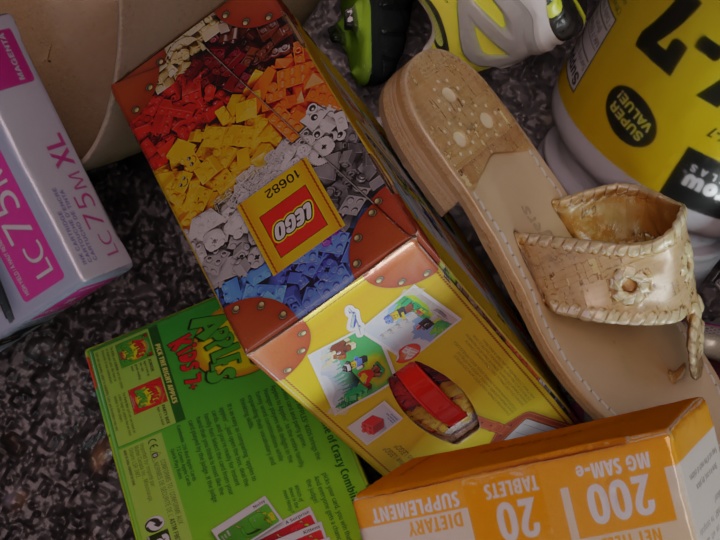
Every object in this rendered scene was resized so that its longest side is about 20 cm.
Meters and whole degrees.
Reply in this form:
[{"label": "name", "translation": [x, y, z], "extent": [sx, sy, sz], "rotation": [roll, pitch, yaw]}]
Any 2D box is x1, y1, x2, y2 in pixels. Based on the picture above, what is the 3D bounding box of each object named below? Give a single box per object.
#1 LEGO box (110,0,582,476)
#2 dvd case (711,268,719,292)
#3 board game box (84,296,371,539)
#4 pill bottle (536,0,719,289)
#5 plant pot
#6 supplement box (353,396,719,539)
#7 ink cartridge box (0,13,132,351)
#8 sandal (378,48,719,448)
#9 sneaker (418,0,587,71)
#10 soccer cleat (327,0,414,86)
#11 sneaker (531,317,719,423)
[{"label": "LEGO box", "translation": [0.000, 0.000, 0.782], "extent": [0.077, 0.200, 0.150], "rotation": [-34, 54, 6]}, {"label": "dvd case", "translation": [0.263, -0.033, 0.799], "extent": [0.148, 0.016, 0.200], "rotation": [30, 111, -26]}, {"label": "board game box", "translation": [-0.048, 0.095, 0.818], "extent": [0.101, 0.048, 0.201], "rotation": [-22, 43, -2]}, {"label": "pill bottle", "translation": [0.152, -0.088, 0.819], "extent": [0.114, 0.114, 0.201], "rotation": [30, 122, 2]}, {"label": "plant pot", "translation": [-0.089, -0.152, 0.844], "extent": [0.133, 0.200, 0.202], "rotation": [-12, 85, -29]}, {"label": "supplement box", "translation": [0.087, 0.161, 0.704], "extent": [0.125, 0.073, 0.202], "rotation": [-15, 91, 21]}, {"label": "ink cartridge box", "translation": [-0.198, -0.012, 0.838], "extent": [0.199, 0.042, 0.120], "rotation": [-29, 86, 37]}, {"label": "sandal", "translation": [0.098, -0.012, 0.768], "extent": [0.212, 0.070, 0.078], "rotation": [49, 46, -4]}, {"label": "sneaker", "translation": [0.017, -0.173, 0.815], "extent": [0.076, 0.075, 0.201], "rotation": [-28, 93, 26]}, {"label": "soccer cleat", "translation": [0.028, -0.185, 0.896], "extent": [0.080, 0.067, 0.202], "rotation": [6, 85, -13]}, {"label": "sneaker", "translation": [0.108, 0.061, 0.861], "extent": [0.198, 0.088, 0.082], "rotation": [-14, 85, -1]}]
